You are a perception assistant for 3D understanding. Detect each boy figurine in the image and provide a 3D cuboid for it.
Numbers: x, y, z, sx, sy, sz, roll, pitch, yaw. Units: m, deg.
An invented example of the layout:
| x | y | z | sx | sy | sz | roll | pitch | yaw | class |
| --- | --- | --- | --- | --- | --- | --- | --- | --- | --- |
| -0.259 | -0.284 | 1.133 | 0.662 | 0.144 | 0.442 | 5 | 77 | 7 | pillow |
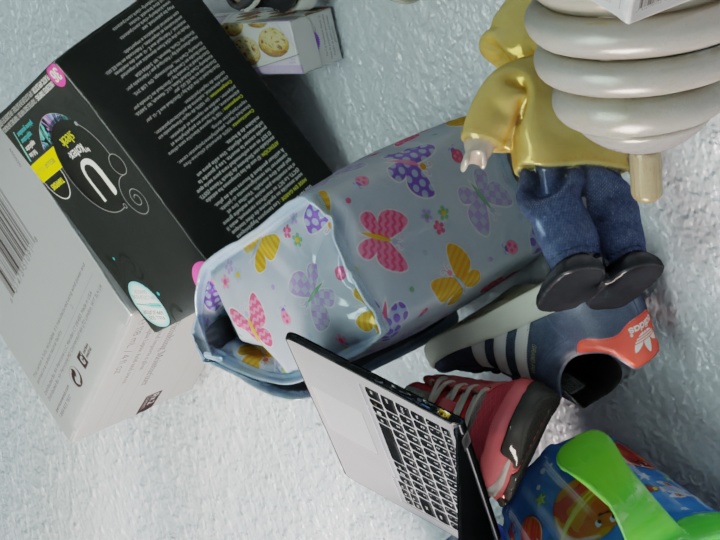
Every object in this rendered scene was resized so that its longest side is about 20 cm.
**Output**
| x | y | z | sx | sy | sz | roll | pitch | yaw | class |
| --- | --- | --- | --- | --- | --- | --- | --- | --- | --- |
| 0.109 | -0.078 | 1.125 | 0.064 | 0.123 | 0.201 | 126 | 134 | -56 | boy figurine |

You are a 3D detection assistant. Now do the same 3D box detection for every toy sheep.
| x | y | z | sx | sy | sz | roll | pitch | yaw | class |
| --- | --- | --- | --- | --- | --- | --- | --- | --- | --- |
| 0.151 | -0.133 | 1.024 | 0.137 | 0.137 | 0.202 | 12 | 118 | 49 | toy sheep |

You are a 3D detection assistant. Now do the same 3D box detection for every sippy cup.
| x | y | z | sx | sy | sz | roll | pitch | yaw | class |
| --- | --- | --- | --- | --- | --- | --- | --- | --- | --- |
| 0.158 | 0.174 | 1.194 | 0.130 | 0.139 | 0.179 | 47 | 129 | 44 | sippy cup |

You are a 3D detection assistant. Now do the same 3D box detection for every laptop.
| x | y | z | sx | sy | sz | roll | pitch | yaw | class |
| --- | --- | --- | --- | --- | --- | --- | --- | --- | --- |
| 0.024 | 0.165 | 1.165 | 0.199 | 0.116 | 0.188 | 26 | 156 | 26 | laptop |

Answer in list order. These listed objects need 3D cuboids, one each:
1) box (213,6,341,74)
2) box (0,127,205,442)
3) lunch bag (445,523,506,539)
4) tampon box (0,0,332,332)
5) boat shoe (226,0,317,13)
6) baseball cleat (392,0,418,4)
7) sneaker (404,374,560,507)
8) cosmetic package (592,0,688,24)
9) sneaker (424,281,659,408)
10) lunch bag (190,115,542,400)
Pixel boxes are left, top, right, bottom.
| x | y | z | sx | sy | sz | roll | pitch | yaw | class |
| --- | --- | --- | --- | --- | --- | --- | --- | --- | --- |
| -0.091 | -0.165 | 1.406 | 0.199 | 0.039 | 0.042 | 8 | 115 | 51 | box |
| -0.210 | -0.007 | 1.569 | 0.201 | 0.130 | 0.199 | 54 | 143 | 18 | box |
| 0.094 | 0.290 | 1.335 | 0.200 | 0.127 | 0.170 | 44 | 142 | 1 | lunch bag |
| -0.138 | -0.081 | 1.391 | 0.201 | 0.126 | 0.150 | 53 | 151 | -6 | tampon box |
| -0.052 | -0.227 | 1.254 | 0.200 | 0.060 | 0.074 | 121 | 137 | -70 | boat shoe |
| 0.018 | -0.270 | 1.194 | 0.106 | 0.069 | 0.202 | 27 | 119 | 50 | baseball cleat |
| 0.064 | 0.100 | 1.224 | 0.086 | 0.074 | 0.200 | 29 | 166 | -1 | sneaker |
| 0.168 | -0.180 | 0.916 | 0.082 | 0.199 | 0.051 | 36 | 135 | 35 | cosmetic package |
| 0.114 | 0.052 | 1.228 | 0.085 | 0.075 | 0.200 | 59 | 149 | -2 | sneaker |
| 0.000 | 0.000 | 1.265 | 0.200 | 0.169 | 0.128 | -26 | 90 | 52 | lunch bag |
